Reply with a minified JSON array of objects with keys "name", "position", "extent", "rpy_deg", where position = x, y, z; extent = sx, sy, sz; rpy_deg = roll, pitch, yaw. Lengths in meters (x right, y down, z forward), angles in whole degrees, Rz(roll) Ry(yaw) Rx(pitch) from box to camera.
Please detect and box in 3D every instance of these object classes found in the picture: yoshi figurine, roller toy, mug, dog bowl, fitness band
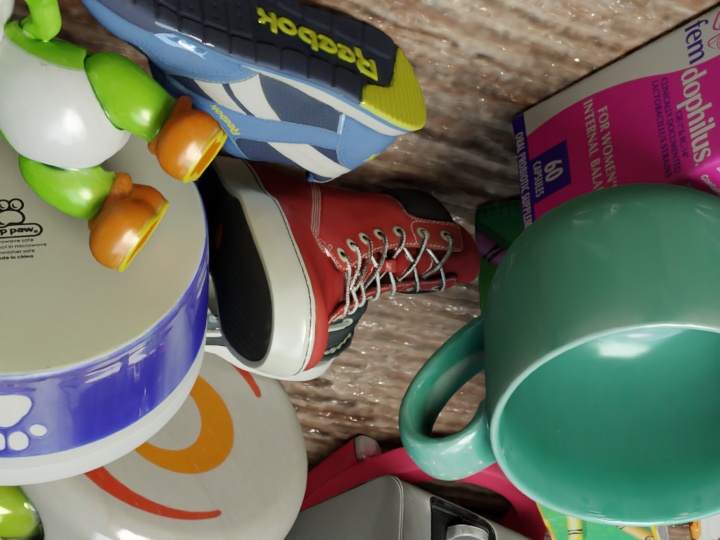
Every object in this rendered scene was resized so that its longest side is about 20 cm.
[{"name":"yoshi figurine","position":[-0.165,-0.092,1.368],"extent":[0.200,0.112,0.112],"rpy_deg":[39,150,1]},{"name":"roller toy","position":[-0.131,0.114,1.589],"extent":[0.199,0.183,0.140],"rpy_deg":[29,133,-9]},{"name":"mug","position":[0.119,0.030,1.409],"extent":[0.184,0.115,0.152],"rpy_deg":[7,137,-9]},{"name":"dog bowl","position":[-0.173,0.004,1.450],"extent":[0.199,0.201,0.079],"rpy_deg":[2,137,-5]},{"name":"fitness band","position":[0.021,0.159,1.767],"extent":[0.143,0.038,0.200],"rpy_deg":[24,133,-31]}]

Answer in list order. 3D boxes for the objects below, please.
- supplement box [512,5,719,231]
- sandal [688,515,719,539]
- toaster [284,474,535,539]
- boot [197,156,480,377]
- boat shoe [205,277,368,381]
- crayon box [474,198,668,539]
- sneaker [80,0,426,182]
[{"name":"supplement box","position":[0.185,-0.058,1.476],"extent":[0.199,0.102,0.103],"rpy_deg":[-27,132,25]},{"name":"sandal","position":[0.207,0.086,1.658],"extent":[0.059,0.079,0.207],"rpy_deg":[-6,137,7]},{"name":"toaster","position":[0.032,0.216,1.690],"extent":[0.180,0.119,0.200],"rpy_deg":[26,144,-31]},{"name":"boot","position":[0.000,0.000,1.470],"extent":[0.144,0.200,0.073],"rpy_deg":[8,110,-13]},{"name":"boat shoe","position":[-0.091,0.007,1.559],"extent":[0.199,0.076,0.060],"rpy_deg":[7,142,-29]},{"name":"crayon box","position":[0.116,0.067,1.601],"extent":[0.058,0.119,0.200],"rpy_deg":[-12,138,12]},{"name":"sneaker","position":[-0.064,-0.098,1.437],"extent":[0.200,0.074,0.082],"rpy_deg":[28,133,-29]}]
